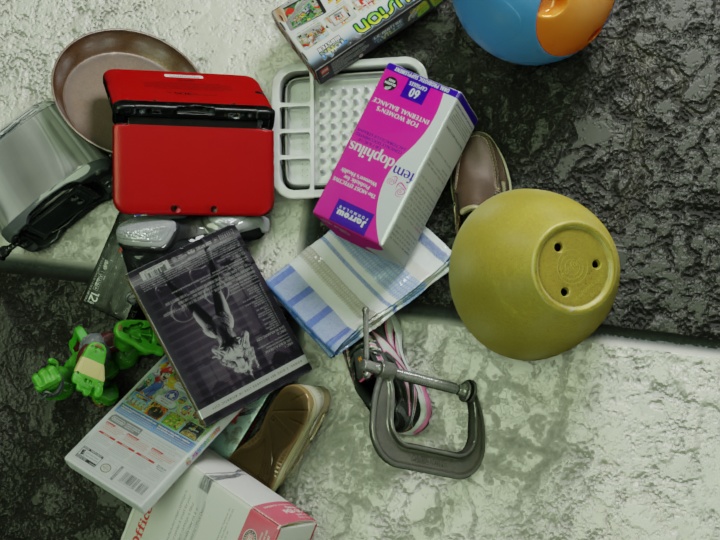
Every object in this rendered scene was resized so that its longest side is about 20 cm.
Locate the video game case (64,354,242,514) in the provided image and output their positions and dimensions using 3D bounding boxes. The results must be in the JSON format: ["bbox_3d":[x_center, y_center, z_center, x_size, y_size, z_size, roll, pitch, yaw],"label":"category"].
[{"bbox_3d":[-0.234,0.182,1.664,0.142,0.018,0.200,22,57,37],"label":"video game case"}]

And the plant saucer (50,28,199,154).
[{"bbox_3d":[-0.290,-0.215,1.772,0.198,0.035,0.202,10,55,-15],"label":"plant saucer"}]

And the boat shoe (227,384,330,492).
[{"bbox_3d":[-0.102,0.219,1.699,0.072,0.065,0.201,42,111,26],"label":"boat shoe"}]

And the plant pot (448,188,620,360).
[{"bbox_3d":[0.215,0.001,1.598,0.197,0.142,0.203,1,86,-15],"label":"plant pot"}]

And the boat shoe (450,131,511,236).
[{"bbox_3d":[0.145,-0.071,1.691,0.074,0.075,0.205,-7,81,10],"label":"boat shoe"}]

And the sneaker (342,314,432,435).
[{"bbox_3d":[0.015,0.103,1.677,0.080,0.086,0.201,-38,76,17],"label":"sneaker"}]

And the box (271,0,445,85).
[{"bbox_3d":[0.000,-0.329,1.753,0.199,0.035,0.111,-34,66,-4],"label":"box"}]

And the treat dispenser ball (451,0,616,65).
[{"bbox_3d":[0.203,-0.342,1.655,0.198,0.201,0.204,-2,81,10],"label":"treat dispenser ball"}]

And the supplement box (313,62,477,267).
[{"bbox_3d":[0.042,-0.122,1.654,0.100,0.103,0.202,24,85,21],"label":"supplement box"}]

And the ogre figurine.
[{"bbox_3d":[-0.311,0.107,1.703,0.098,0.120,0.200,47,59,-8],"label":"ogre figurine"}]

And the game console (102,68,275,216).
[{"bbox_3d":[-0.212,-0.159,1.732,0.198,0.173,0.120,1,120,-20],"label":"game console"}]

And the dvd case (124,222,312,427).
[{"bbox_3d":[-0.165,0.062,1.659,0.148,0.016,0.201,-27,82,-22],"label":"dvd case"}]

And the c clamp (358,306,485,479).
[{"bbox_3d":[0.075,0.151,1.641,0.027,0.199,0.173,-21,54,49],"label":"c clamp"}]

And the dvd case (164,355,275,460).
[{"bbox_3d":[-0.186,0.147,1.750,0.145,0.022,0.201,32,89,13],"label":"dvd case"}]

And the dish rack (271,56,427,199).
[{"bbox_3d":[-0.011,-0.172,1.751,0.197,0.044,0.174,-3,79,10],"label":"dish rack"}]

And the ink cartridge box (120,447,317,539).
[{"bbox_3d":[-0.168,0.308,1.651,0.199,0.082,0.148,29,102,31],"label":"ink cartridge box"}]

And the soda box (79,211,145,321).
[{"bbox_3d":[-0.273,-0.036,1.772,0.070,0.063,0.202,22,87,13],"label":"soda box"}]

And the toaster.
[{"bbox_3d":[-0.404,-0.118,1.786,0.199,0.114,0.130,-37,73,6],"label":"toaster"}]

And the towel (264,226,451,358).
[{"bbox_3d":[0.000,0.000,1.691,0.199,0.024,0.147,-37,60,-15],"label":"towel"}]

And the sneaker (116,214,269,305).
[{"bbox_3d":[-0.203,-0.013,1.731,0.198,0.075,0.115,-8,107,-30],"label":"sneaker"}]
